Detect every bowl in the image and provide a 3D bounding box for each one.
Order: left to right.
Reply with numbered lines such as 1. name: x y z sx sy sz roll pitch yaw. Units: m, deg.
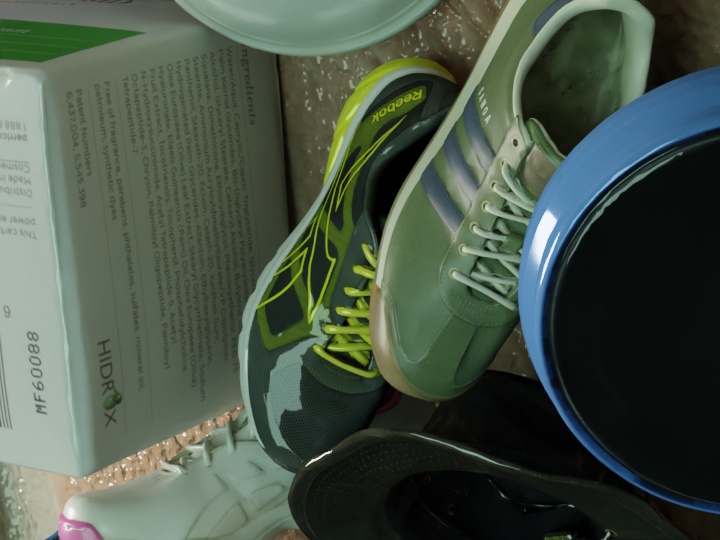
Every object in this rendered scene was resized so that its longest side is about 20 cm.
1. bowl: 0.164 0.014 0.975 0.200 0.039 0.201 2 119 3

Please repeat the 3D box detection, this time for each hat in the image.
1. hat: 0.072 0.097 1.100 0.200 0.081 0.201 12 152 7

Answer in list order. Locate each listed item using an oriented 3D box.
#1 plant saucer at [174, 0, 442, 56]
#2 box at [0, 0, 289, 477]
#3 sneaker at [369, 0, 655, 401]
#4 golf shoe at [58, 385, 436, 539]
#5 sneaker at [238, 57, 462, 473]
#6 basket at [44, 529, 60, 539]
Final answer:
1. plant saucer: -0.035 -0.194 1.085 0.200 0.050 0.200 5 103 22
2. box: -0.159 -0.026 1.197 0.199 0.171 0.200 7 108 36
3. sneaker: 0.066 -0.037 1.014 0.200 0.067 0.090 -67 18 -3
4. golf shoe: -0.050 0.092 1.159 0.075 0.200 0.092 -166 71 -65
5. sneaker: 0.000 0.000 1.091 0.085 0.074 0.200 -146 73 -73
6. basket: -0.128 0.190 1.260 0.139 0.176 0.200 36 144 24
